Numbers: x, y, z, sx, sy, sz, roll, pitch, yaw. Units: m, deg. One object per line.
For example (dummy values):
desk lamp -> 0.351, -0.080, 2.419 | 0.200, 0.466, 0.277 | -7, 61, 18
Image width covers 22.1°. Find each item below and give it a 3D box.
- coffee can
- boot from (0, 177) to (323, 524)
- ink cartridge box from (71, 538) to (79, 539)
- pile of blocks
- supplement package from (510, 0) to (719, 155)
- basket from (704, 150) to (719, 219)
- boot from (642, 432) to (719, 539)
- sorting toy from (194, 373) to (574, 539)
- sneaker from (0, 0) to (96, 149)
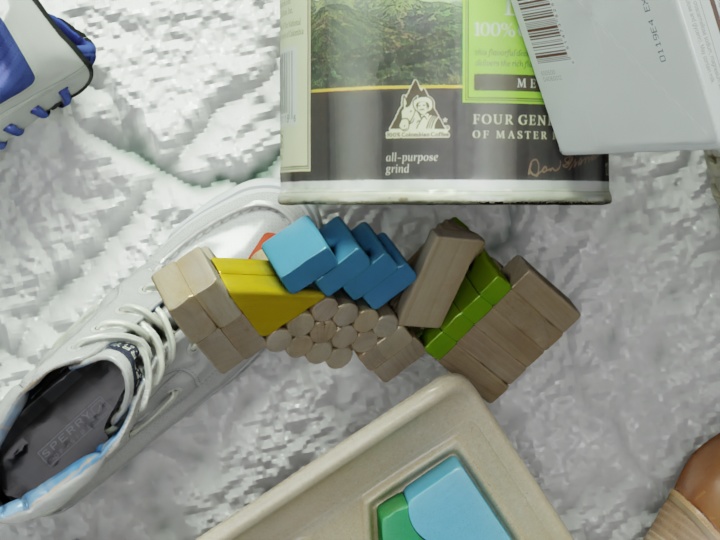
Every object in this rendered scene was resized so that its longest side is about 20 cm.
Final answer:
coffee can -> 0.036, -0.128, 0.789 | 0.145, 0.146, 0.201 | 0, 92, 0
boot -> -0.093, 0.039, 0.817 | 0.074, 0.096, 0.200 | 43, 91, -1
ink cartridge box -> -0.120, 0.204, 0.772 | 0.084, 0.200, 0.145 | -35, 92, -3
pile of blocks -> 0.000, 0.000, 0.799 | 0.199, 0.062, 0.082 | 8, 121, -34
supplement package -> 0.167, -0.132, 0.709 | 0.199, 0.109, 0.114 | -24, 102, -23
basket -> 0.225, -0.032, 0.761 | 0.135, 0.200, 0.124 | -22, 97, 1
boot -> 0.234, 0.143, 0.836 | 0.200, 0.074, 0.155 | 40, 87, -4
sorting toy -> 0.018, 0.171, 0.823 | 0.185, 0.036, 0.200 | -34, 109, 1
sneaker -> -0.176, -0.069, 0.814 | 0.115, 0.081, 0.201 | -3, 113, -29
